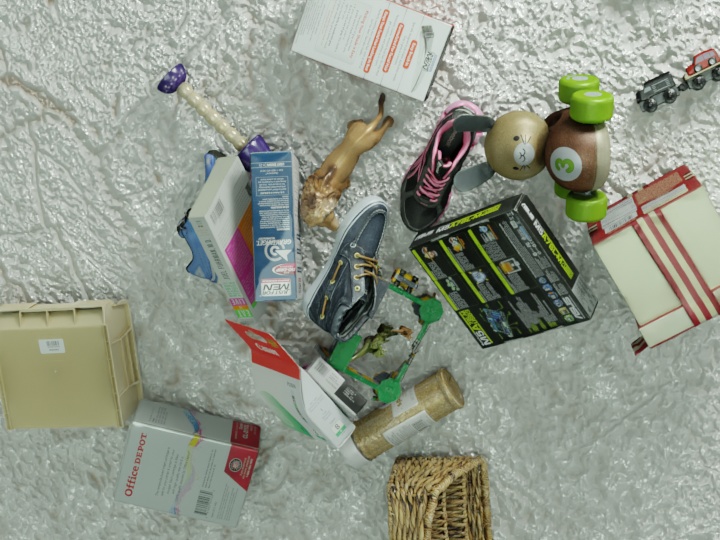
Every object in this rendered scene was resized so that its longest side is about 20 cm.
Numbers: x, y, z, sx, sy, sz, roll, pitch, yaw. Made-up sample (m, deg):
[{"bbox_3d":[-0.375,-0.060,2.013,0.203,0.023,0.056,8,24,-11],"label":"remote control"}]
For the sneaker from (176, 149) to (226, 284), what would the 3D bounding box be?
[{"bbox_3d":[-0.230,-0.078,1.497,0.089,0.079,0.201,7,107,5],"label":"sneaker"}]

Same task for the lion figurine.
[{"bbox_3d":[-0.021,-0.154,1.417,0.072,0.123,0.201,28,107,0],"label":"lion figurine"}]

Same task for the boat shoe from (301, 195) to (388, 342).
[{"bbox_3d":[0.000,0.000,1.408,0.071,0.091,0.201,20,101,-44],"label":"boat shoe"}]

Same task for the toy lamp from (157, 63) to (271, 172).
[{"bbox_3d":[-0.203,-0.213,1.466,0.200,0.058,0.058,44,108,-5],"label":"toy lamp"}]

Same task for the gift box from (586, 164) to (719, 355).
[{"bbox_3d":[0.411,-0.005,1.351,0.184,0.200,0.187,-29,100,21],"label":"gift box"}]

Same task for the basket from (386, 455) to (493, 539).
[{"bbox_3d":[0.122,0.393,1.534,0.148,0.143,0.201,-1,105,11],"label":"basket"}]

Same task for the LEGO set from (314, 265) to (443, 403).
[{"bbox_3d":[0.022,0.086,1.499,0.153,0.116,0.201,19,95,-16],"label":"LEGO set"}]

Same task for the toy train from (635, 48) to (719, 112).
[{"bbox_3d":[0.462,-0.271,1.352,0.199,0.034,0.046,-25,88,16],"label":"toy train"}]

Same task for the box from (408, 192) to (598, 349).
[{"bbox_3d":[0.196,0.007,1.406,0.193,0.048,0.200,-20,116,44],"label":"box"}]

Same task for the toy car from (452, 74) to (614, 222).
[{"bbox_3d":[0.222,-0.161,1.344,0.199,0.158,0.165,-2,115,1],"label":"toy car"}]

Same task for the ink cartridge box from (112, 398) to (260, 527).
[{"bbox_3d":[-0.270,0.300,1.585,0.199,0.083,0.147,15,108,-8],"label":"ink cartridge box"}]

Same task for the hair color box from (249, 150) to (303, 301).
[{"bbox_3d":[-0.115,-0.058,1.397,0.060,0.100,0.201,-3,89,2],"label":"hair color box"}]

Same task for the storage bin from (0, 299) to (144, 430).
[{"bbox_3d":[-0.460,0.143,1.589,0.199,0.094,0.200,-2,104,10],"label":"storage bin"}]

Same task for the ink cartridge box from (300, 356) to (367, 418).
[{"bbox_3d":[-0.058,0.181,1.503,0.095,0.200,0.037,43,69,-3],"label":"ink cartridge box"}]

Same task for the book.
[{"bbox_3d":[-0.170,-0.040,1.427,0.048,0.134,0.201,-3,131,21],"label":"book"}]

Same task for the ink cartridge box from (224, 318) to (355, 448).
[{"bbox_3d":[-0.115,0.162,1.454,0.050,0.161,0.200,-50,117,-18],"label":"ink cartridge box"}]

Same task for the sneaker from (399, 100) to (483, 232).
[{"bbox_3d":[0.107,-0.140,1.415,0.079,0.095,0.201,24,109,1],"label":"sneaker"}]

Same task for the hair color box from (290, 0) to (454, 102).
[{"bbox_3d":[0.017,-0.320,1.396,0.199,0.064,0.111,22,107,4],"label":"hair color box"}]

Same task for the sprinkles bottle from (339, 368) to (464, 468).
[{"bbox_3d":[0.060,0.225,1.537,0.199,0.068,0.068,-33,98,16],"label":"sprinkles bottle"}]
